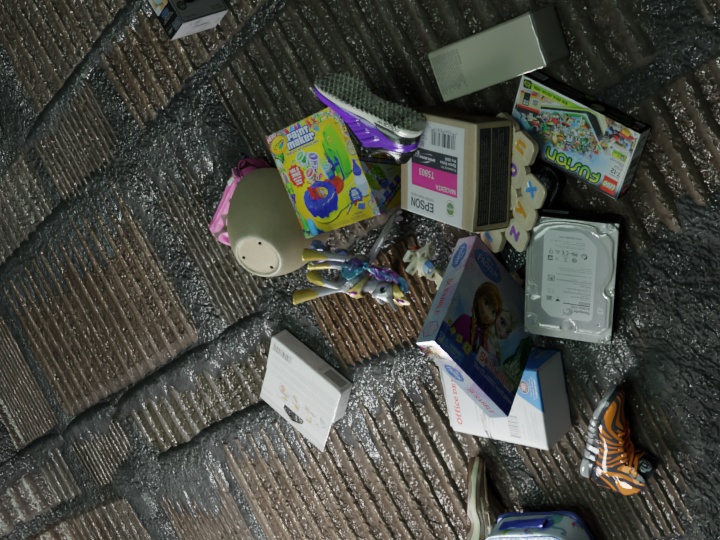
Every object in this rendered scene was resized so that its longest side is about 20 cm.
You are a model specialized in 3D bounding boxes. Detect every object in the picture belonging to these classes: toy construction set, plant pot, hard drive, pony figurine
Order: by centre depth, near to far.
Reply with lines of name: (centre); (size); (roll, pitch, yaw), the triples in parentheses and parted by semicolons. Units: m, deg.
hard drive: (0.318, 0.009, 1.538); (0.138, 0.038, 0.202); (8, 119, 20)
toy construction set: (0.148, 0.044, 1.674); (0.201, 0.130, 0.092); (58, 143, 22)
pony figurine: (0.000, 0.000, 1.744); (0.197, 0.194, 0.168); (6, 126, 10)
plant pot: (-0.165, -0.067, 1.877); (0.198, 0.135, 0.202); (12, 134, 12)

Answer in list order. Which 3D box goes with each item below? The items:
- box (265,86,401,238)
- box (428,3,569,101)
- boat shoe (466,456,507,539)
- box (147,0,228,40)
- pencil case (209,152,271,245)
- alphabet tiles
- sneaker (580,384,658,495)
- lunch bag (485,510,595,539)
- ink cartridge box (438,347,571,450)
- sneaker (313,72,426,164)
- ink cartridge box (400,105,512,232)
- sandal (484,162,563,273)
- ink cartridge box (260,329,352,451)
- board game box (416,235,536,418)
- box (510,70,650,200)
box: (-0.029, -0.182, 1.747); (0.199, 0.121, 0.195); (-16, 98, 47)
box: (0.199, -0.316, 1.490); (0.199, 0.068, 0.083); (-10, 105, 46)
boat shoe: (0.232, 0.437, 1.874); (0.074, 0.075, 0.205); (1, 108, 6)
box: (-0.344, -0.536, 1.873); (0.060, 0.116, 0.201); (-32, 89, 50)
pencil case: (-0.235, -0.132, 1.996); (0.091, 0.093, 0.201); (57, 139, 25)
alphabet tiles: (0.212, -0.132, 1.548); (0.196, 0.014, 0.202); (53, 142, 39)
sneaker: (0.416, 0.270, 1.596); (0.111, 0.078, 0.202); (25, 138, 28)
lunch bag: (0.324, 0.495, 1.774); (0.199, 0.082, 0.162); (-20, 109, 47)
ink cartridge box: (0.242, 0.203, 1.713); (0.198, 0.084, 0.146); (5, 114, 42)
sneaker: (0.004, -0.228, 1.592); (0.199, 0.069, 0.100); (33, 138, 19)
ink cartridge box: (0.143, -0.160, 1.571); (0.199, 0.074, 0.167); (23, 118, 55)
sandal: (0.260, -0.076, 1.581); (0.075, 0.048, 0.202); (42, 124, 21)
ink cartridge box: (-0.116, 0.249, 2.119); (0.199, 0.045, 0.178); (37, 132, 26)
board game box: (0.189, 0.087, 1.565); (0.041, 0.201, 0.200); (-11, 134, 44)
box: (0.309, -0.197, 1.469); (0.199, 0.035, 0.111); (33, 131, 28)
